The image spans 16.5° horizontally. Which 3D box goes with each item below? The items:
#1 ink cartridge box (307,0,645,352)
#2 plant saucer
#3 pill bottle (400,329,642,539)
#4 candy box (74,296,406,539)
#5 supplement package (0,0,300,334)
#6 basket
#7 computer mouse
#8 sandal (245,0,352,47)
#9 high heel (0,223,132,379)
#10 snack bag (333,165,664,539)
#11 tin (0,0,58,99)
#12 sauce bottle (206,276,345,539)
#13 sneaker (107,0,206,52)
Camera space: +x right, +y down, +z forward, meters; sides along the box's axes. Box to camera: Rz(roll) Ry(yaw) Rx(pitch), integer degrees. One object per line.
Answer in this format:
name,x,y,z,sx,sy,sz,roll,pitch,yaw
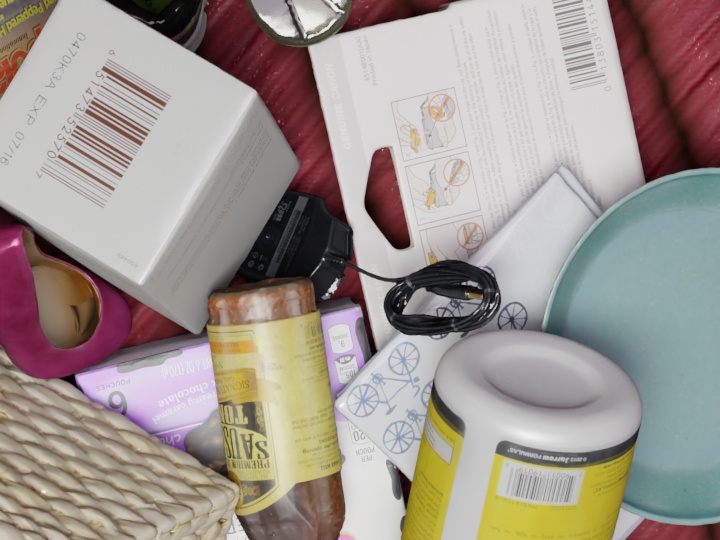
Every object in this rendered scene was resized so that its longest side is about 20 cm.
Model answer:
ink cartridge box,0.073,-0.056,1.430,0.175,0.045,0.202,-13,96,-5
plant saucer,0.187,0.041,1.395,0.198,0.036,0.202,-3,99,-18
pill bottle,0.078,0.142,1.327,0.111,0.112,0.201,8,116,-6
candy box,-0.060,0.132,1.421,0.166,0.072,0.202,-13,96,-5
supplement package,-0.117,-0.054,1.318,0.117,0.200,0.117,30,85,9
basket,-0.198,0.160,1.303,0.199,0.198,0.162,29,111,20
computer mouse,0.000,0.000,1.380,0.034,0.199,0.059,37,76,-50
sandal,-0.047,-0.225,1.395,0.079,0.057,0.203,-6,89,5
high heel,-0.159,0.009,1.312,0.095,0.200,0.068,-21,69,27
snack bag,0.110,0.075,1.405,0.189,0.021,0.200,-45,109,-7
tin,-0.214,-0.134,1.295,0.042,0.200,0.113,-16,106,37
sauce bottle,-0.041,0.106,1.352,0.065,0.066,0.202,-9,93,-5
sneaker,-0.119,-0.214,1.375,0.073,0.087,0.202,-6,94,-5
